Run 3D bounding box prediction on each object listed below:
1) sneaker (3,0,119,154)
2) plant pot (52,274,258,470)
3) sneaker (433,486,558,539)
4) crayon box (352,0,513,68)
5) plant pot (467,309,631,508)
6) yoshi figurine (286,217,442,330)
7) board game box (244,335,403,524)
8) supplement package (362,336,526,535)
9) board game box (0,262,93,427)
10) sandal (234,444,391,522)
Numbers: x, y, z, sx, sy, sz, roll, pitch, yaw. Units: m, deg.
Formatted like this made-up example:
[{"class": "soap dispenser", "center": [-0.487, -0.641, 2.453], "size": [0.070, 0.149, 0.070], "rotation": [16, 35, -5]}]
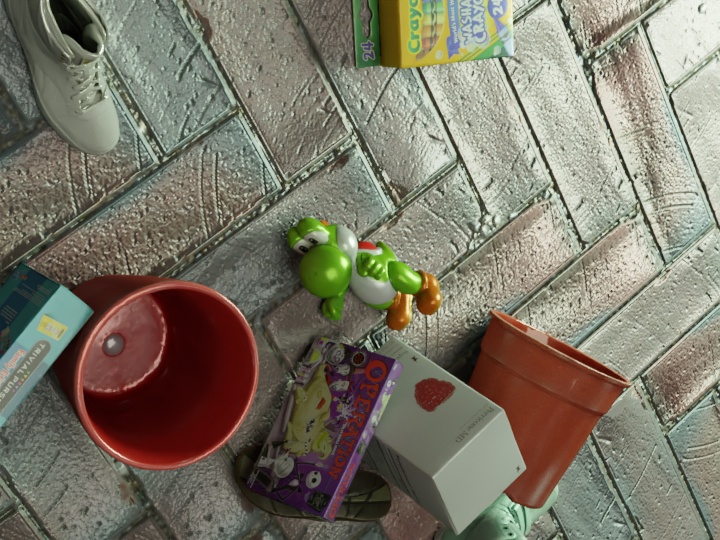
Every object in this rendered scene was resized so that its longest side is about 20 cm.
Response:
[{"class": "sneaker", "center": [-0.285, -0.199, 1.336], "size": [0.074, 0.115, 0.200], "rotation": [-35, 118, -22]}, {"class": "plant pot", "center": [-0.232, 0.091, 1.396], "size": [0.200, 0.177, 0.201], "rotation": [-7, 104, -31]}, {"class": "sneaker", "center": [0.208, 0.342, 1.758], "size": [0.200, 0.118, 0.074], "rotation": [-26, 112, -26]}, {"class": "crayon box", "center": [0.088, -0.308, 1.578], "size": [0.200, 0.052, 0.126], "rotation": [-11, 107, -29]}, {"class": "plant pot", "center": [0.209, 0.182, 1.689], "size": [0.200, 0.201, 0.196], "rotation": [24, 96, -33]}, {"class": "yoshi figurine", "center": [-0.004, 0.014, 1.564], "size": [0.200, 0.112, 0.113], "rotation": [29, 92, -30]}, {"class": "board game box", "center": [-0.042, 0.181, 1.547], "size": [0.200, 0.120, 0.032], "rotation": [-65, 149, -16]}, {"class": "supplement package", "center": [0.077, 0.192, 1.581], "size": [0.121, 0.200, 0.120], "rotation": [-41, 135, -18]}, {"class": "board game box", "center": [-0.365, 0.093, 1.329], "size": [0.047, 0.151, 0.200], "rotation": [42, 78, -27]}, {"class": "sandal", "center": [-0.060, 0.262, 1.610], "size": [0.199, 0.055, 0.082], "rotation": [11, 72, -21]}]
